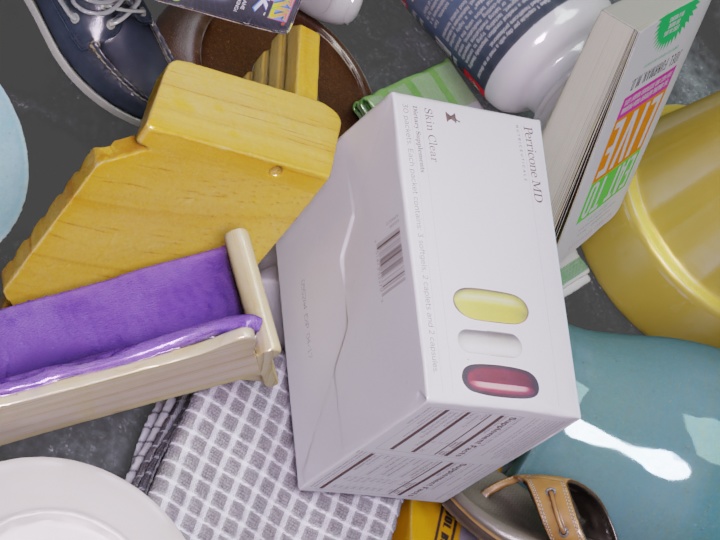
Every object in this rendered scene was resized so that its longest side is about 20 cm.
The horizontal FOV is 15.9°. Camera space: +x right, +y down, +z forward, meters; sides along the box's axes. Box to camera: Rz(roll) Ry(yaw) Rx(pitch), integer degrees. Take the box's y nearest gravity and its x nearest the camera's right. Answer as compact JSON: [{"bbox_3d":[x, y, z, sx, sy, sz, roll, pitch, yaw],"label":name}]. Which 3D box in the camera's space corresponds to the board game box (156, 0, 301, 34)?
[{"bbox_3d":[-0.130,-0.234,1.663,0.165,0.057,0.200,12,25,-20],"label":"board game box"}]

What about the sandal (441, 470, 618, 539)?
[{"bbox_3d":[0.135,0.165,1.634,0.200,0.055,0.082,33,19,25],"label":"sandal"}]

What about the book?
[{"bbox_3d":[0.179,-0.112,1.836,0.048,0.200,0.134,33,35,19],"label":"book"}]

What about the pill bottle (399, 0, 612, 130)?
[{"bbox_3d":[0.120,-0.189,1.935,0.119,0.120,0.200,-22,66,-46],"label":"pill bottle"}]

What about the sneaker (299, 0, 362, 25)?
[{"bbox_3d":[-0.071,-0.246,1.860,0.080,0.077,0.200,-6,46,-45],"label":"sneaker"}]

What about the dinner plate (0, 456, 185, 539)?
[{"bbox_3d":[-0.177,0.202,1.460,0.200,0.024,0.201,6,72,-18],"label":"dinner plate"}]

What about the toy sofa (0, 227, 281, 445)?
[{"bbox_3d":[-0.152,0.041,1.519,0.199,0.098,0.083,-15,68,-2],"label":"toy sofa"}]

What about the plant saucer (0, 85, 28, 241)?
[{"bbox_3d":[-0.302,-0.080,1.591,0.201,0.039,0.201,21,50,-27],"label":"plant saucer"}]

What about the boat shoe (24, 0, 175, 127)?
[{"bbox_3d":[-0.180,-0.187,1.744,0.075,0.062,0.200,-26,77,-43],"label":"boat shoe"}]

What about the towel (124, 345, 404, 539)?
[{"bbox_3d":[-0.061,0.145,1.591,0.165,0.086,0.200,33,51,-16],"label":"towel"}]

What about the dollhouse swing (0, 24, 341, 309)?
[{"bbox_3d":[-0.127,-0.071,1.618,0.181,0.200,0.176,15,44,-32],"label":"dollhouse swing"}]

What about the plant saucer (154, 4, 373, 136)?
[{"bbox_3d":[-0.060,-0.124,1.829,0.200,0.032,0.201,22,49,-27],"label":"plant saucer"}]

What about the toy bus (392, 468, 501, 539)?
[{"bbox_3d":[0.050,0.131,1.720,0.078,0.065,0.200,32,46,-19],"label":"toy bus"}]

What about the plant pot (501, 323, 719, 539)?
[{"bbox_3d":[0.194,0.130,1.757,0.188,0.200,0.200,23,48,-9],"label":"plant pot"}]

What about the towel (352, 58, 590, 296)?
[{"bbox_3d":[0.082,-0.055,1.884,0.200,0.031,0.149,57,31,3],"label":"towel"}]

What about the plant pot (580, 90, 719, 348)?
[{"bbox_3d":[0.295,-0.060,1.967,0.200,0.189,0.201,21,50,-27],"label":"plant pot"}]

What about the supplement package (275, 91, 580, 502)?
[{"bbox_3d":[0.037,0.020,1.568,0.111,0.156,0.201,8,63,-30],"label":"supplement package"}]

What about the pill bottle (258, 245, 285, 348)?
[{"bbox_3d":[0.000,0.000,1.733,0.113,0.112,0.200,50,42,0],"label":"pill bottle"}]
